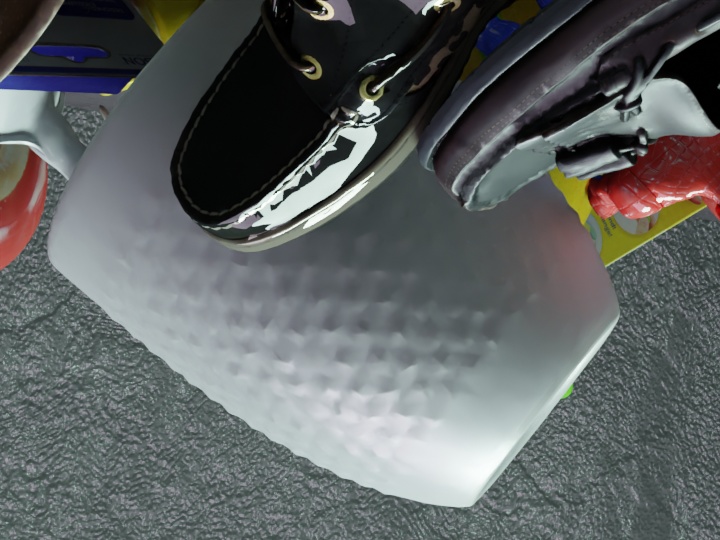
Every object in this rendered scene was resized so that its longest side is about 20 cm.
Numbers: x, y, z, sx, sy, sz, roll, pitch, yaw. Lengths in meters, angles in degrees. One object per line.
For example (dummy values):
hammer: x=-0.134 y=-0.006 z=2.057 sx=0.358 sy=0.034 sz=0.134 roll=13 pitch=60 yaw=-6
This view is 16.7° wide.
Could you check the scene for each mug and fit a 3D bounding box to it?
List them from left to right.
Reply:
mug: x=0.000 y=0.000 z=0.908 sx=0.175 sy=0.148 sz=0.200 roll=39 pitch=173 yaw=8

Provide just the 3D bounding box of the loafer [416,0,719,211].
loafer: x=0.101 y=-0.070 z=0.723 sx=0.200 sy=0.063 sz=0.072 roll=-39 pitch=167 yaw=27

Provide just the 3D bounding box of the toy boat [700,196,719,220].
toy boat: x=0.191 y=-0.092 z=1.061 sx=0.130 sy=0.131 sz=0.200 roll=38 pitch=174 yaw=-10

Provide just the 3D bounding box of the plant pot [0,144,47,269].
plant pot: x=-0.242 y=-0.030 z=1.050 sx=0.200 sy=0.201 sz=0.182 roll=9 pitch=140 yaw=-44

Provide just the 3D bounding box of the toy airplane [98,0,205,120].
toy airplane: x=-0.051 y=-0.102 z=1.110 sx=0.198 sy=0.142 sz=0.200 roll=-11 pitch=159 yaw=18

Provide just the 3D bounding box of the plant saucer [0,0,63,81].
plant saucer: x=-0.145 y=-0.112 z=0.502 sx=0.199 sy=0.202 sz=0.037 roll=9 pitch=-156 yaw=-3

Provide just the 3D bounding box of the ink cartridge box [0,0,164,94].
ink cartridge box: x=-0.152 y=-0.117 z=0.936 sx=0.099 sy=0.039 sz=0.200 roll=0 pitch=-142 yaw=-39

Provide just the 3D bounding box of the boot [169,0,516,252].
boot: x=-0.018 y=-0.096 z=0.721 sx=0.150 sy=0.200 sz=0.073 roll=17 pitch=-144 yaw=-54

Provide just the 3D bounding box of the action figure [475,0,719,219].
action figure: x=0.087 y=-0.063 z=0.869 sx=0.200 sy=0.065 sz=0.099 roll=47 pitch=-178 yaw=35

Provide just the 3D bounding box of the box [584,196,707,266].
box: x=0.087 y=-0.055 z=1.130 sx=0.199 sy=0.118 sz=0.048 roll=-28 pitch=-174 yaw=-30

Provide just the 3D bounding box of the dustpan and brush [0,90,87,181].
dustpan and brush: x=-0.145 y=-0.079 z=0.982 sx=0.199 sy=0.057 sz=0.140 roll=33 pitch=-149 yaw=11

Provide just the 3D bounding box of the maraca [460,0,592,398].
maraca: x=0.052 y=-0.047 z=0.998 sx=0.106 sy=0.201 sz=0.137 roll=-17 pitch=163 yaw=-8
